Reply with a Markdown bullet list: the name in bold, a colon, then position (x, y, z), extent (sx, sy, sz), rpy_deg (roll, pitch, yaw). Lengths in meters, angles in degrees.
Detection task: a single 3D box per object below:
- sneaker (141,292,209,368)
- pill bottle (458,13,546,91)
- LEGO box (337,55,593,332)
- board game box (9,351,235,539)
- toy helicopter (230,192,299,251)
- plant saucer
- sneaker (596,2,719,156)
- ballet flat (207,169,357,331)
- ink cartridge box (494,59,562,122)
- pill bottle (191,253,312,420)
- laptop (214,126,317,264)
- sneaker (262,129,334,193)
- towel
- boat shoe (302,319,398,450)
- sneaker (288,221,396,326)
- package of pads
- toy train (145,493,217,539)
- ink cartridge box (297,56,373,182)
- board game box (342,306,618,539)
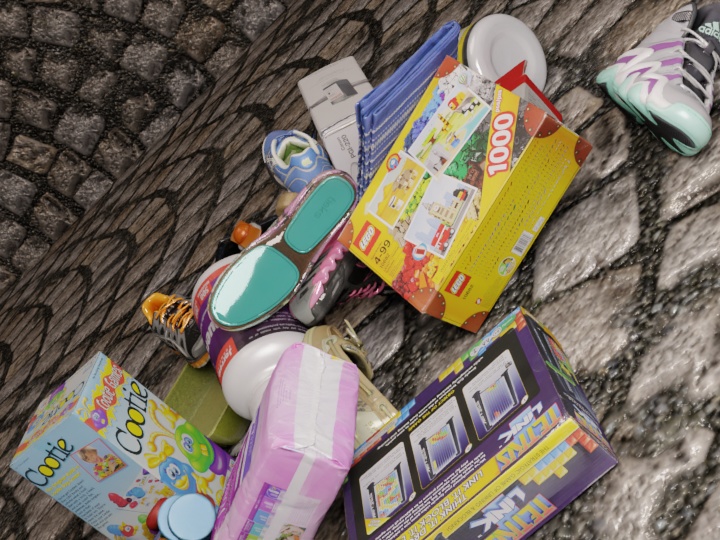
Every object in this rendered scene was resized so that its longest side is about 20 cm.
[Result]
- **sneaker**: position (-0.217, 0.066, 1.416), extent (0.078, 0.077, 0.200), rpy_deg (-53, 21, -20)
- **pill bottle**: position (0.115, -0.217, 1.345), extent (0.200, 0.112, 0.112), rpy_deg (-16, 37, 55)
- **LEGO box**: position (0.091, -0.070, 1.035), extent (0.149, 0.077, 0.200), rpy_deg (41, 103, 46)
- **board game box**: position (-0.230, 0.197, 1.156), extent (0.105, 0.200, 0.103), rpy_deg (-38, 22, 24)
- **toy helicopter**: position (-0.084, -0.037, 1.276), extent (0.200, 0.132, 0.079), rpy_deg (107, -177, -65)
- **plant saucer**: position (-0.163, 0.142, 1.346), extent (0.199, 0.048, 0.200), rpy_deg (-23, 32, 50)
- **sneaker**: position (0.285, -0.182, 0.977), extent (0.140, 0.078, 0.200), rpy_deg (-45, 20, 11)
- **ballet flat**: position (-0.077, -0.020, 1.152), extent (0.200, 0.069, 0.071), rpy_deg (-50, 9, -5)
- **ink cartridge box**: position (0.143, -0.120, 1.170), extent (0.116, 0.067, 0.200), rpy_deg (-35, 24, 31)
- **pill bottle**: position (-0.102, 0.079, 1.194), extent (0.112, 0.112, 0.200), rpy_deg (-43, 41, 12)
- **laptop**: position (-0.126, -0.066, 1.467), extent (0.199, 0.103, 0.177), rpy_deg (-26, -21, -25)
- **sneaker**: position (-0.072, -0.134, 1.337), extent (0.076, 0.077, 0.200), rpy_deg (-28, 30, -9)
- **towel**: position (0.041, -0.134, 1.100), extent (0.145, 0.024, 0.200), rpy_deg (-47, -19, -25)
- **boat shoe**: position (-0.004, 0.105, 1.065), extent (0.063, 0.073, 0.200), rpy_deg (-38, 32, 8)
- **sneaker**: position (0.000, 0.000, 1.194), extent (0.079, 0.095, 0.200), rpy_deg (-31, 17, 44)
- **package of pads**: position (-0.064, 0.169, 0.944), extent (0.121, 0.075, 0.200), rpy_deg (-80, 12, -51)
- **toy train**: position (-0.193, 0.290, 1.020), extent (0.200, 0.084, 0.116), rpy_deg (-56, -5, -23)
- **ink cartridge box**: position (0.000, -0.155, 1.373), extent (0.085, 0.146, 0.200), rpy_deg (-26, 28, 4)
- **board game box**: position (0.077, 0.141, 0.838), extent (0.200, 0.057, 0.165), rpy_deg (-43, 22, 15)
